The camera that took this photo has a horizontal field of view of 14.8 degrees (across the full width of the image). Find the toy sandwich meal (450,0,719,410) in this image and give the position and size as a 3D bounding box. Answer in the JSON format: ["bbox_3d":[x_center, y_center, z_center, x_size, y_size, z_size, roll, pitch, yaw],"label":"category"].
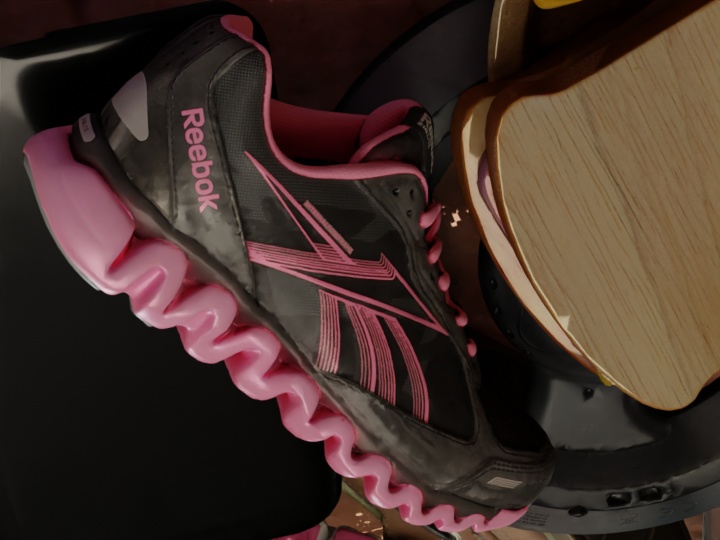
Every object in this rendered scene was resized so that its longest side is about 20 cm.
[{"bbox_3d":[0.124,-0.053,0.796,0.205,0.070,0.205,-2,116,-3],"label":"toy sandwich meal"}]

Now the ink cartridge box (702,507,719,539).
[{"bbox_3d":[0.171,0.180,1.023,0.083,0.145,0.200,-3,137,3],"label":"ink cartridge box"}]

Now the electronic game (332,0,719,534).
[{"bbox_3d":[0.077,-0.004,0.880,0.200,0.042,0.200,-2,116,-4],"label":"electronic game"}]

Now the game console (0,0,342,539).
[{"bbox_3d":[-0.115,-0.002,0.884,0.176,0.116,0.200,27,137,41],"label":"game console"}]

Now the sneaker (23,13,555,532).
[{"bbox_3d":[0.000,0.000,0.808,0.095,0.079,0.200,-47,121,7],"label":"sneaker"}]

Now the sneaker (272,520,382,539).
[{"bbox_3d":[-0.025,0.125,0.985,0.200,0.074,0.087,27,166,14],"label":"sneaker"}]

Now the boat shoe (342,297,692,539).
[{"bbox_3d":[0.037,0.067,0.972,0.068,0.072,0.200,-34,114,32],"label":"boat shoe"}]
